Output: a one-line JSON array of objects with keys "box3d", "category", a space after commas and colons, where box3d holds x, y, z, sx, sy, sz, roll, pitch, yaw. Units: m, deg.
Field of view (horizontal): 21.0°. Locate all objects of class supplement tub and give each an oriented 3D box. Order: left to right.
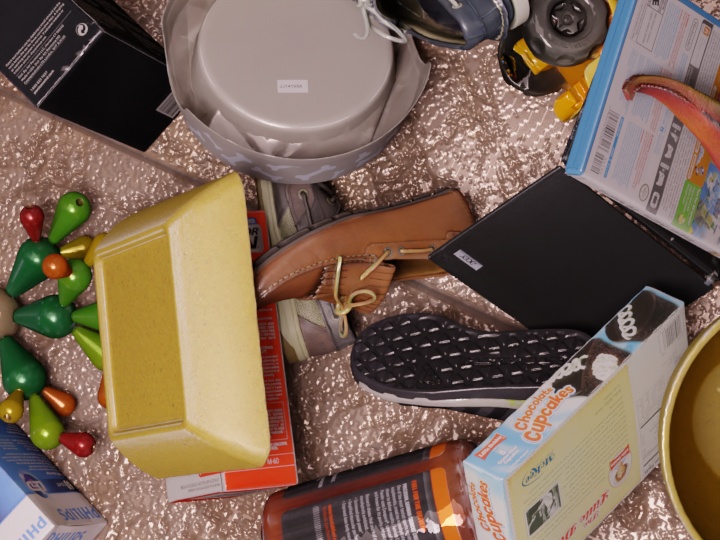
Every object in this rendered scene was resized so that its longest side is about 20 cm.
[{"box3d": [0.037, 0.184, 1.379, 0.199, 0.107, 0.107, -17, 80, 14], "category": "supplement tub"}]

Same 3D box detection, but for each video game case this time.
[{"box3d": [0.230, -0.095, 1.313, 0.018, 0.200, 0.144, 6, 75, 53], "category": "video game case"}]

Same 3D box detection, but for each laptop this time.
[{"box3d": [0.172, -0.056, 1.349, 0.103, 0.177, 0.201, 3, 66, 50], "category": "laptop"}]

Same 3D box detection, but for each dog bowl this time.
[{"box3d": [-0.048, -0.152, 1.423, 0.199, 0.059, 0.201, 2, 61, -4], "category": "dog bowl"}]

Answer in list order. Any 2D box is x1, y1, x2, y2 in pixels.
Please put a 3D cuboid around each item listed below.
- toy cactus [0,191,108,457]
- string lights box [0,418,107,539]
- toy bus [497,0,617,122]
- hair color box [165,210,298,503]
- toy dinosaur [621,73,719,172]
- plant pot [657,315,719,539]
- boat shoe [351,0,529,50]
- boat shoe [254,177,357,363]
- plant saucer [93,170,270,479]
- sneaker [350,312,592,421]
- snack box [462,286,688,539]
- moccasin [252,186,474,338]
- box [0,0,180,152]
[{"box3d": [-0.259, 0.040, 1.493, 0.164, 0.102, 0.201, 1, 93, 26], "category": "toy cactus"}, {"box3d": [-0.294, 0.143, 1.478, 0.200, 0.103, 0.059, 44, 96, 16], "category": "string lights box"}, {"box3d": [0.163, -0.234, 1.384, 0.192, 0.136, 0.200, -32, 87, -10], "category": "toy bus"}, {"box3d": [-0.106, 0.065, 1.425, 0.064, 0.111, 0.201, -2, 80, -28], "category": "hair color box"}, {"box3d": [0.273, -0.070, 1.314, 0.199, 0.105, 0.182, -10, 113, -2], "category": "toy dinosaur"}, {"box3d": [0.282, 0.105, 1.286, 0.199, 0.142, 0.201, 0, 92, -4], "category": "plant pot"}, {"box3d": [0.031, -0.193, 1.343, 0.062, 0.075, 0.200, -35, 41, -24], "category": "boat shoe"}, {"box3d": [-0.041, -0.033, 1.447, 0.066, 0.072, 0.202, -8, 79, 2], "category": "boat shoe"}, {"box3d": [-0.136, 0.045, 1.366, 0.200, 0.048, 0.201, -16, 79, 59], "category": "plant saucer"}, {"box3d": [0.089, 0.086, 1.386, 0.199, 0.083, 0.072, 6, 55, 21], "category": "sneaker"}, {"box3d": [0.151, 0.115, 1.299, 0.037, 0.117, 0.200, 23, 50, 37], "category": "snack box"}, {"box3d": [-0.001, 0.001, 1.384, 0.074, 0.201, 0.078, -34, 75, 52], "category": "moccasin"}, {"box3d": [-0.220, -0.174, 1.440, 0.079, 0.200, 0.141, -46, 74, 7], "category": "box"}]
